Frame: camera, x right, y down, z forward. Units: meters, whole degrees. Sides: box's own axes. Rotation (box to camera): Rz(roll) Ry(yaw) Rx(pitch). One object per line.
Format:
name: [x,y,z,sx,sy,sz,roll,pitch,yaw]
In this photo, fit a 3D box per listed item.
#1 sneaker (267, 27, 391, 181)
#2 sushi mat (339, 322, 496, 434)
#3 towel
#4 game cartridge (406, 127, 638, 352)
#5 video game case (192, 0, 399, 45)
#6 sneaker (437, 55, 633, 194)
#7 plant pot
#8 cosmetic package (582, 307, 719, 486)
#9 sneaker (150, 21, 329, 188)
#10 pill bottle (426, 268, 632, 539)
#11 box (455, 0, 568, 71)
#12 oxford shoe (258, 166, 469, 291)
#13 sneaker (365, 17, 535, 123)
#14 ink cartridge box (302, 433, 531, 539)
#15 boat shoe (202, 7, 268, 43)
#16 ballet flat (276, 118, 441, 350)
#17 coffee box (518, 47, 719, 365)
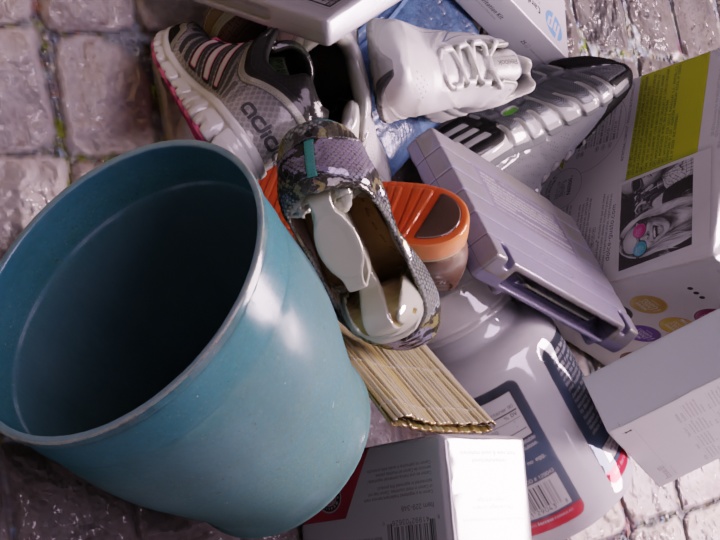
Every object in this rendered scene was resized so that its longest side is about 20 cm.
sneaker: [-0.022,-0.090,1.076,0.099,0.078,0.201,-103,179,-64]
sushi mat: [0.005,0.040,1.065,0.095,0.012,0.200,9,30,-45]
towel: [0.026,-0.150,1.207,0.112,0.048,0.200,57,46,-17]
game cartridge: [0.118,-0.020,1.147,0.200,0.038,0.130,27,27,-47]
video game case: [-0.031,-0.223,1.081,0.200,0.181,0.024,-38,138,-38]
sneaker: [0.139,-0.089,1.266,0.199,0.075,0.116,-28,127,-24]
plant pot: [-0.095,0.058,0.936,0.188,0.199,0.201,49,47,-43]
cosmetic package: [0.262,0.091,1.177,0.052,0.150,0.200,65,10,26]
sneaker: [-0.073,-0.117,1.006,0.087,0.200,0.074,-29,121,-4]
pill bottle: [0.105,0.092,1.162,0.120,0.119,0.201,-42,108,-43]
box: [0.111,-0.284,1.300,0.156,0.041,0.201,37,45,-42]
oxford shoe: [-0.027,-0.022,1.047,0.073,0.199,0.071,85,22,-49]
sneaker: [0.063,-0.145,1.112,0.200,0.087,0.075,-16,98,-66]
ink cartridge box: [0.039,0.215,1.039,0.085,0.147,0.201,5,76,-43]
boat shoe: [-0.053,-0.217,1.147,0.076,0.072,0.200,42,49,13]
ballet flat: [0.000,0.000,0.960,0.072,0.072,0.201,-65,144,-35]
coffee box: [0.277,-0.033,1.314,0.199,0.197,0.201,32,57,-34]
